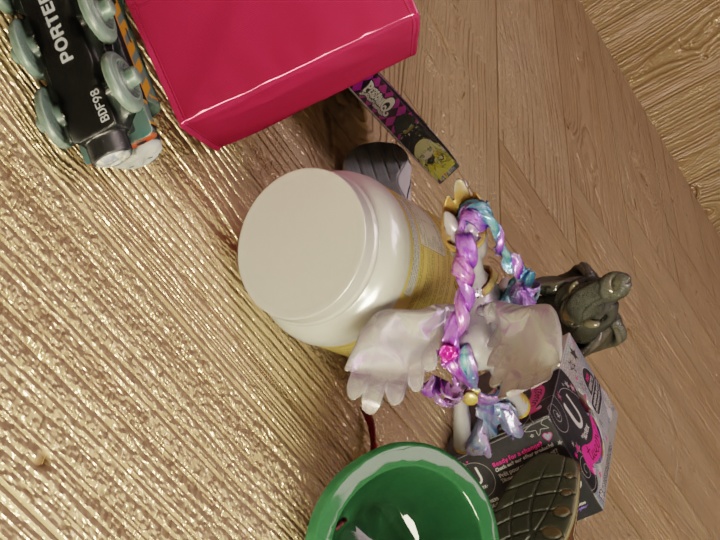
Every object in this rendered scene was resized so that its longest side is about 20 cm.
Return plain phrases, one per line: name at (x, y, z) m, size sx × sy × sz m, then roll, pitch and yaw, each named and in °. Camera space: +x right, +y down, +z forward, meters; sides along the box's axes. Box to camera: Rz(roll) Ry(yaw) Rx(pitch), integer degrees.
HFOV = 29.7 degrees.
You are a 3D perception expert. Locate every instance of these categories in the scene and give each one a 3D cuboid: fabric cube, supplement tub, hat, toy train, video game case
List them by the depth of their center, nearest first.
toy train at (-0.201, -0.166, 0.984) m, size 0.202 × 0.084 × 0.114 m, roll 67°, pitch 13°, yaw 8°
fabric cube at (-0.080, -0.234, 1.088) m, size 0.196 × 0.197 × 0.202 m, roll -24°, pitch 90°, yaw -87°
hat at (0.004, 0.223, 1.092) m, size 0.199 × 0.175 × 0.167 m, roll -29°, pitch 95°, yaw -30°
supplement tub at (0.000, 0.000, 1.157) m, size 0.199 × 0.144 × 0.147 m, roll 25°, pitch 43°, yaw -58°
video game case at (0.008, -0.199, 1.447) m, size 0.181 × 0.036 × 0.201 m, roll 43°, pitch 8°, yaw -42°

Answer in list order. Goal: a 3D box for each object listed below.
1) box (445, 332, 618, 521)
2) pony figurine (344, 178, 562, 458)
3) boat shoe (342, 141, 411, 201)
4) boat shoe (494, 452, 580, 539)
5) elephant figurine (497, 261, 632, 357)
box at (0.176, 0.170, 1.379) m, size 0.116 × 0.131 × 0.200 m, roll 57°, pitch 24°, yaw -11°
pony figurine at (0.086, 0.054, 1.072) m, size 0.201 × 0.164 × 0.195 m, roll 72°, pitch 22°, yaw -45°
boat shoe at (0.016, -0.068, 1.391) m, size 0.201 × 0.072 × 0.068 m, roll -85°, pitch 175°, yaw -63°
boat shoe at (0.156, 0.268, 1.241) m, size 0.074 × 0.075 × 0.203 m, roll 43°, pitch 64°, yaw -56°
elephant figurine at (0.246, 0.055, 1.573) m, size 0.142 × 0.198 × 0.156 m, roll 50°, pitch 25°, yaw -27°
